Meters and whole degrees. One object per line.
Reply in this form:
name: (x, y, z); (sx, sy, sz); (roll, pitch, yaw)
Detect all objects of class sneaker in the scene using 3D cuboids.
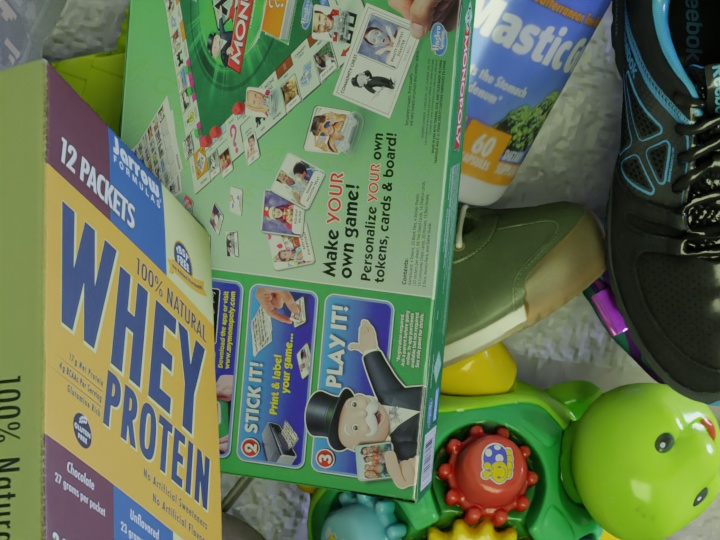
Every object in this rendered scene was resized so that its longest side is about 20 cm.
sneaker: (0.000, 0.000, 1.092); (0.200, 0.067, 0.090); (-24, 109, 18)
sneaker: (0.134, -0.046, 1.038); (0.073, 0.082, 0.201); (-7, 82, -3)

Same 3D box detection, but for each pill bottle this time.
pill bottle: (0.055, -0.137, 1.048); (0.112, 0.112, 0.200); (25, 103, -18)

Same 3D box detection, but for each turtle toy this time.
turtle toy: (0.063, 0.103, 1.120); (0.200, 0.101, 0.146); (-29, 119, 13)

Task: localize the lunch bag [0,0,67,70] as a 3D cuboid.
lunch bag: (-0.237, -0.096, 0.998); (0.200, 0.118, 0.164); (-30, 120, 33)

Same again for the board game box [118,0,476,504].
board game box: (-0.030, -0.017, 1.012); (0.134, 0.029, 0.201); (8, 100, 14)

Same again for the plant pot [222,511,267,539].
plant pot: (-0.073, 0.198, 1.050); (0.200, 0.184, 0.201); (-6, 119, -10)

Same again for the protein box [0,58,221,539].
protein box: (-0.168, 0.062, 0.932); (0.200, 0.199, 0.135); (-15, 148, 19)

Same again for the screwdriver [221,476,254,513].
screwdriver: (-0.066, 0.104, 1.121); (0.029, 0.028, 0.200); (26, 122, -12)

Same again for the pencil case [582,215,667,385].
pencil case: (0.188, -0.032, 1.120); (0.200, 0.092, 0.085); (-35, 86, 4)

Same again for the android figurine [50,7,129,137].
android figurine: (-0.098, -0.007, 1.065); (0.182, 0.041, 0.201); (18, 101, 11)
